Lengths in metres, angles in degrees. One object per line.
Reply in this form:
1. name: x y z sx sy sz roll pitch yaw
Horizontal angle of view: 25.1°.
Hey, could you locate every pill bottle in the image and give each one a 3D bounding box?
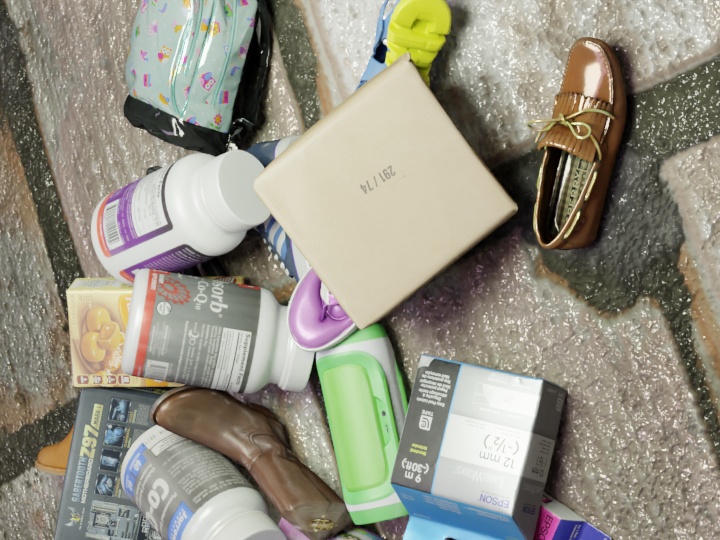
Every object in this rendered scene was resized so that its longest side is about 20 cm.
1. pill bottle: -0.171 0.263 1.775 0.200 0.113 0.115 40 117 41
2. pill bottle: -0.152 0.069 1.738 0.116 0.198 0.117 -171 90 -81
3. pill bottle: -0.190 -0.060 1.743 0.199 0.111 0.113 -20 81 40

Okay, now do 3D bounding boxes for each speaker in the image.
1. speaker: 0.009 0.162 1.710 0.088 0.088 0.202 -15 84 38

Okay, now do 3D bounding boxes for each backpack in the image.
1. backpack: -0.186 -0.243 1.802 0.166 0.126 0.202 26 103 42

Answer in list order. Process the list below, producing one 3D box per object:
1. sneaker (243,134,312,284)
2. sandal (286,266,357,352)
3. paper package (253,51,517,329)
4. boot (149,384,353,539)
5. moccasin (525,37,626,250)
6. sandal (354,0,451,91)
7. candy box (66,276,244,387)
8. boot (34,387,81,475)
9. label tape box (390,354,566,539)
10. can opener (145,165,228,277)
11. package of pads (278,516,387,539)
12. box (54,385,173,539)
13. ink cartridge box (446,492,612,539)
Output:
1. sneaker: -0.086 -0.043 1.782 0.146 0.080 0.202 -16 89 49
2. sandal: -0.005 -0.005 1.673 0.082 0.050 0.203 42 86 19
3. paper package: 0.022 -0.076 1.587 0.199 0.103 0.191 -37 95 1
4. boot: -0.113 0.210 1.729 0.065 0.185 0.200 -59 46 19
5. moccasin: 0.201 -0.120 1.538 0.073 0.077 0.204 24 108 34
6. sandal: 0.038 -0.211 1.674 0.087 0.079 0.201 -105 34 -54
7. candy box: -0.229 0.069 1.833 0.197 0.055 0.117 0 107 4
8. boot: -0.328 0.167 1.978 0.198 0.076 0.157 -12 90 34
9. label tape box: 0.109 0.197 1.605 0.142 0.066 0.202 10 81 32
10. can opener: -0.200 -0.026 1.876 0.063 0.078 0.202 -27 86 23
11. package of pads: -0.004 0.345 1.741 0.199 0.075 0.122 18 103 36
12. box: -0.267 0.233 1.898 0.051 0.156 0.202 -114 35 -73
13. ink cartridge box: 0.153 0.260 1.637 0.199 0.037 0.096 31 111 30
